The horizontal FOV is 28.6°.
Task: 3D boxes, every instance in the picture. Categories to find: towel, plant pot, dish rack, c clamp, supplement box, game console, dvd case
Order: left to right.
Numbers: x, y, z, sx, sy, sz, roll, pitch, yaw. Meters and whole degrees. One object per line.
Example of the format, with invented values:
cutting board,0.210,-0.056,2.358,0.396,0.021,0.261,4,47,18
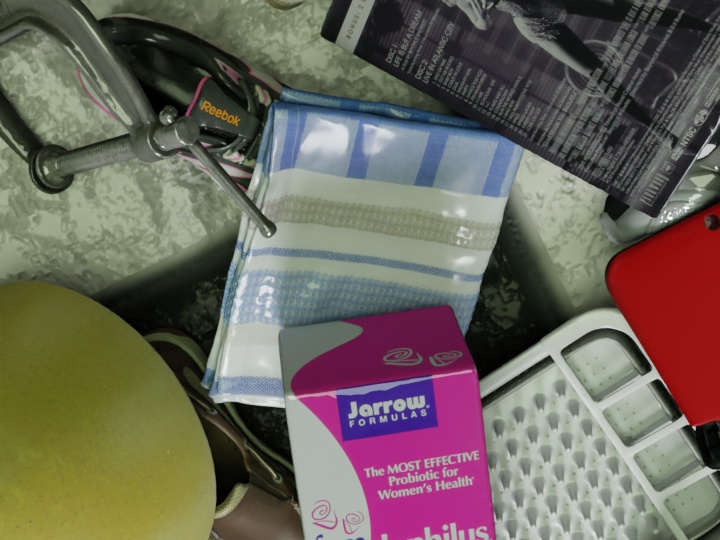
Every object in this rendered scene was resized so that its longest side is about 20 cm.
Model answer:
plant pot,-0.199,0.127,0.770,0.198,0.142,0.202,13,119,25
c clamp,-0.152,-0.080,0.751,0.027,0.199,0.172,-48,119,-28
towel,0.000,0.000,0.776,0.145,0.024,0.202,7,124,-14
supplement box,0.018,0.133,0.762,0.100,0.103,0.203,-9,106,-2
dvd case,0.091,-0.126,0.681,0.198,0.016,0.149,28,132,2
dish rack,0.114,0.127,0.835,0.199,0.044,0.172,-34,102,11
game console,0.262,0.021,0.741,0.199,0.171,0.120,-29,64,41

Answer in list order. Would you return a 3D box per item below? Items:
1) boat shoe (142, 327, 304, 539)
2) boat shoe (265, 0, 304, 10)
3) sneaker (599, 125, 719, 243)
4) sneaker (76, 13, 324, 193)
boat shoe,-0.079,0.132,0.833,0.074,0.075,0.203,-38,99,12
boat shoe,-0.029,-0.238,0.736,0.071,0.065,0.203,6,86,-11
sneaker,0.180,-0.098,0.737,0.200,0.075,0.115,-40,71,52
sneaker,-0.069,-0.077,0.764,0.198,0.086,0.081,22,92,-2
